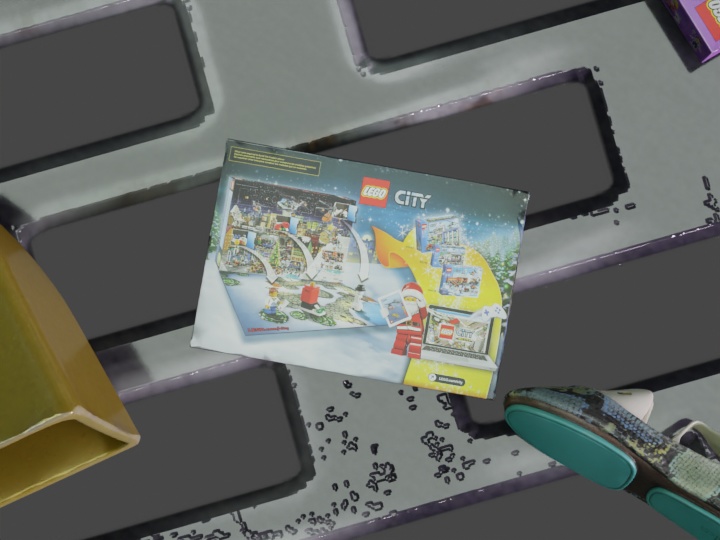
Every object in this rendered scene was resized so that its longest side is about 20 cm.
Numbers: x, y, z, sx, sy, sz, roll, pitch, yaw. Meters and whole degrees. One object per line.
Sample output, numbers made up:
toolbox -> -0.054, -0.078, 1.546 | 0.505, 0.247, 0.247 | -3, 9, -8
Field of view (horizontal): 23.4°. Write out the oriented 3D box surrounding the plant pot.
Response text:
plant pot -> -0.274, 0.047, 1.057 | 0.194, 0.196, 0.200 | -24, 78, -1

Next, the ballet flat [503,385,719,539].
ballet flat -> 0.187, 0.116, 1.112 | 0.200, 0.074, 0.074 | 32, 88, 0

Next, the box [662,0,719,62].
box -> 0.231, -0.257, 1.137 | 0.137, 0.039, 0.200 | -31, 87, -2

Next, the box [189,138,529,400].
box -> 0.000, 0.000, 1.125 | 0.199, 0.038, 0.137 | 10, 87, 1
